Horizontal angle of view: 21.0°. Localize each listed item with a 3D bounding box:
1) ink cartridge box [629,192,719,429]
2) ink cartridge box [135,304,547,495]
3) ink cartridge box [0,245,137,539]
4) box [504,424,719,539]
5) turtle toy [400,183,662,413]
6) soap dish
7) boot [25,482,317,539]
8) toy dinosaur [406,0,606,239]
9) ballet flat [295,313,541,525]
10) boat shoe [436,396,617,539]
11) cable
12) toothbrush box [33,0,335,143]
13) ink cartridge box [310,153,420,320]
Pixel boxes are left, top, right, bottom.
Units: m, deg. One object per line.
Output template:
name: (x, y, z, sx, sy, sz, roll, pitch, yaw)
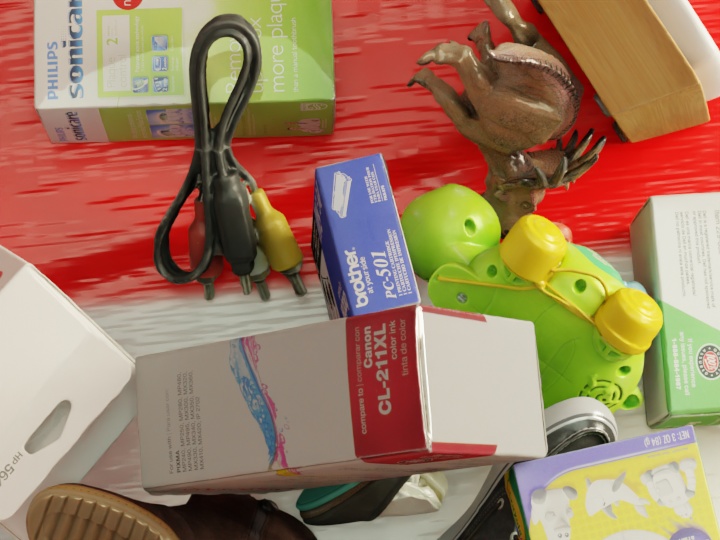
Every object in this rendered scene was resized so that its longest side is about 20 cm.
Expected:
ink cartridge box: (0.287, 0.025, 1.284, 0.198, 0.084, 0.148, -2, 78, -2)
ink cartridge box: (-0.013, 0.079, 1.137, 0.198, 0.145, 0.084, -11, 79, 31)
ink cartridge box: (-0.231, 0.061, 1.186, 0.129, 0.199, 0.125, -51, 123, -11)
box: (0.163, 0.203, 1.150, 0.116, 0.048, 0.202, -12, 79, -5)
turtle toy: (0.105, 0.023, 1.264, 0.199, 0.101, 0.146, 38, 120, 5)
soap dish: (0.167, -0.164, 1.269, 0.081, 0.200, 0.158, -33, 82, 9)
boot: (-0.109, 0.167, 1.190, 0.199, 0.167, 0.073, 31, 103, -11)
toy dinosaur: (0.107, -0.104, 1.247, 0.086, 0.200, 0.136, -43, 86, -14)
ballet flat: (0.040, 0.113, 1.232, 0.068, 0.068, 0.200, 39, 120, -8)
boat shoe: (0.094, 0.169, 1.219, 0.070, 0.066, 0.200, 37, 104, -29)
cable: (-0.094, -0.068, 1.270, 0.096, 0.050, 0.202, -4, 108, 10)
toothbrush box: (-0.117, -0.169, 1.312, 0.198, 0.086, 0.147, -1, 78, -1)
ink cartridge box: (0.000, 0.000, 1.220, 0.044, 0.200, 0.095, -13, 78, -5)
